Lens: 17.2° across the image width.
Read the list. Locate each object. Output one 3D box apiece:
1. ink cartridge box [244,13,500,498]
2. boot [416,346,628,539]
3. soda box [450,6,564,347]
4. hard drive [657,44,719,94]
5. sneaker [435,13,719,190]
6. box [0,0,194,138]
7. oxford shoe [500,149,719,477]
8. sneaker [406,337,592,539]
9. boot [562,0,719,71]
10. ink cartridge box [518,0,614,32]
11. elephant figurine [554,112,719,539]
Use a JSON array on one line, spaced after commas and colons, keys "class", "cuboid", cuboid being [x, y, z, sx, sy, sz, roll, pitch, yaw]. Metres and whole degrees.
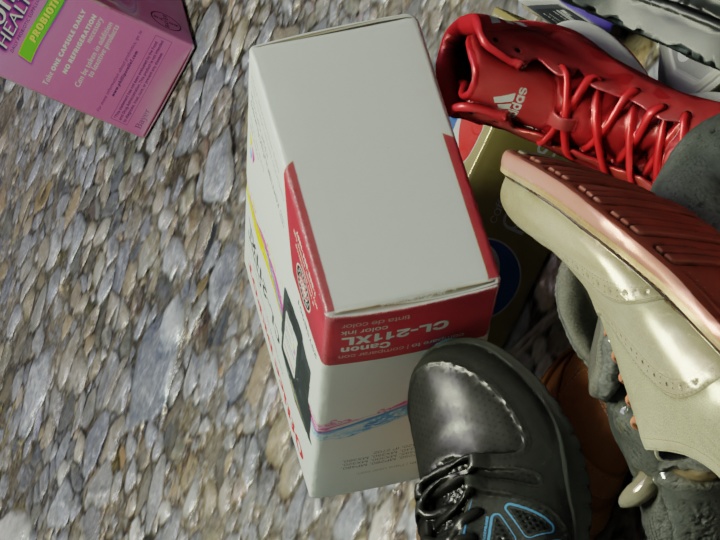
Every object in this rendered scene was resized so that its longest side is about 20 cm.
[{"class": "ink cartridge box", "cuboid": [0.000, 0.000, 1.132, 0.200, 0.082, 0.147, 97, 159, -61]}, {"class": "boot", "cuboid": [0.083, 0.122, 1.079, 0.155, 0.073, 0.201, -51, 29, 34]}, {"class": "soda box", "cuboid": [0.065, -0.032, 1.273, 0.201, 0.064, 0.068, -64, 23, 9]}, {"class": "hard drive", "cuboid": [0.208, -0.158, 1.097, 0.200, 0.038, 0.141, -39, 37, 49]}, {"class": "sneaker", "cuboid": [0.106, -0.058, 1.070, 0.200, 0.115, 0.079, 32, 112, 46]}, {"class": "box", "cuboid": [-0.254, -0.224, 1.998, 0.097, 0.199, 0.176, -59, 23, 21]}, {"class": "oxford shoe", "cuboid": [0.105, 0.024, 0.836, 0.200, 0.070, 0.074, 45, 118, 43]}, {"class": "sneaker", "cuboid": [0.054, 0.118, 0.999, 0.073, 0.081, 0.201, -37, 60, 39]}, {"class": "boot", "cuboid": [0.142, -0.186, 1.039, 0.199, 0.076, 0.169, 28, 98, 29]}, {"class": "ink cartridge box", "cuboid": [0.149, -0.214, 1.197, 0.199, 0.043, 0.200, -62, 5, 4]}, {"class": "elephant figurine", "cuboid": [0.138, 0.032, 0.983, 0.155, 0.141, 0.200, -47, -6, -29]}]
